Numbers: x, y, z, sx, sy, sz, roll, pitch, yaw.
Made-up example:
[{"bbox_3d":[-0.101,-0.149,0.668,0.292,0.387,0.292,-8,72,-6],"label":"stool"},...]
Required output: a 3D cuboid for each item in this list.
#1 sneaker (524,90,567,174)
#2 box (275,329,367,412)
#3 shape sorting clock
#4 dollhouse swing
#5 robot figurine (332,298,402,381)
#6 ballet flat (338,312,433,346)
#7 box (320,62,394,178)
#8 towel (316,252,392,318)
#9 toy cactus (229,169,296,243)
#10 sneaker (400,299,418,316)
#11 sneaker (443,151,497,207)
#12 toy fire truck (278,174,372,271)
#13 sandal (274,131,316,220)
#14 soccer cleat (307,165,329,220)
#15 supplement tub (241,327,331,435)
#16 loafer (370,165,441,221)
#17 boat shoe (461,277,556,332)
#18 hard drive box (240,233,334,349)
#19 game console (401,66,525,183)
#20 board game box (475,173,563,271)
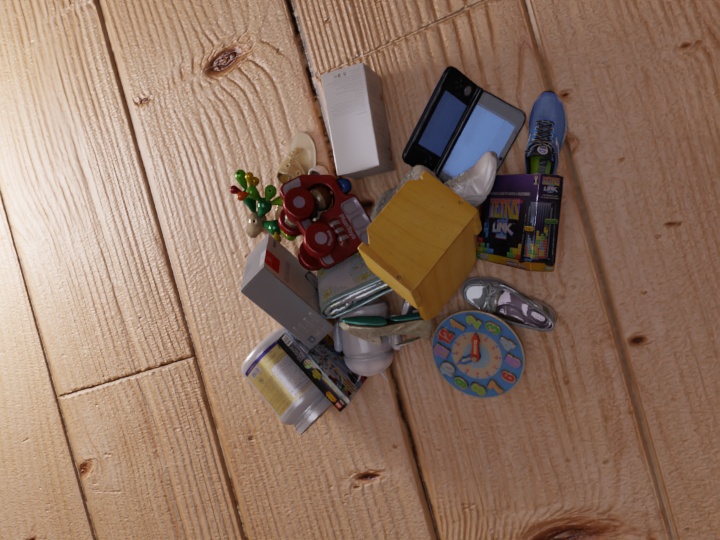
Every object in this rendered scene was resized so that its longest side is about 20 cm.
[{"bbox_3d":[0.355,-0.239,1.143,0.076,0.089,0.206,4,96,16],"label":"sneaker"},{"bbox_3d":[-0.081,0.195,1.292,0.200,0.137,0.040,47,110,4],"label":"box"},{"bbox_3d":[0.238,0.175,1.223,0.195,0.039,0.205,12,115,25],"label":"shape sorting clock"},{"bbox_3d":[0.119,-0.037,1.153,0.181,0.176,0.201,38,77,14],"label":"dollhouse swing"},{"bbox_3d":[0.012,0.136,1.277,0.166,0.112,0.206,-6,93,32],"label":"robot figurine"},{"bbox_3d":[0.054,0.123,1.194,0.194,0.067,0.064,-3,100,-10],"label":"ballet flat"},{"bbox_3d":[-0.003,-0.303,1.238,0.095,0.124,0.206,-9,92,18],"label":"box"},{"bbox_3d":[0.000,0.000,1.244,0.196,0.173,0.049,-23,127,11],"label":"towel"},{"bbox_3d":[-0.221,-0.123,1.323,0.199,0.103,0.165,39,139,-1],"label":"toy cactus"},{"bbox_3d":[0.142,0.043,1.248,0.078,0.074,0.205,22,102,11],"label":"sneaker"},{"bbox_3d":[0.198,-0.153,1.175,0.079,0.071,0.202,23,125,-14],"label":"sneaker"},{"bbox_3d":[-0.070,-0.108,1.222,0.165,0.112,0.203,-28,81,-20],"label":"toy fire truck"},{"bbox_3d":[-0.153,-0.202,1.325,0.076,0.069,0.217,18,100,15],"label":"sandal"},{"bbox_3d":[-0.100,-0.126,1.310,0.067,0.077,0.206,4,96,17],"label":"soccer cleat"},{"bbox_3d":[-0.153,0.245,1.325,0.200,0.145,0.146,47,106,8],"label":"supplement tub"},{"bbox_3d":[0.088,-0.140,1.227,0.069,0.072,0.199,26,147,-23],"label":"loafer"},{"bbox_3d":[0.297,0.070,1.202,0.198,0.065,0.076,25,101,15],"label":"boat shoe"},{"bbox_3d":[-0.150,0.043,1.259,0.077,0.157,0.199,-41,114,17],"label":"hard drive box"},{"bbox_3d":[0.204,-0.265,1.181,0.118,0.169,0.203,38,106,38],"label":"game console"},{"bbox_3d":[0.292,-0.094,1.123,0.055,0.199,0.171,0,97,-18],"label":"board game box"}]
